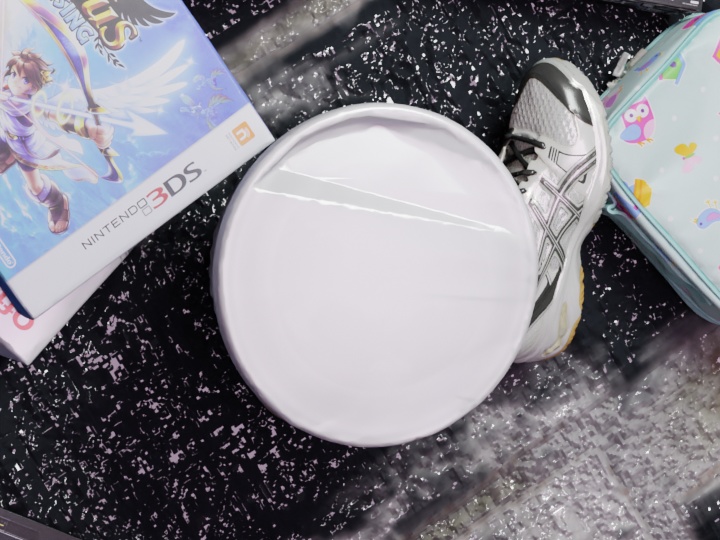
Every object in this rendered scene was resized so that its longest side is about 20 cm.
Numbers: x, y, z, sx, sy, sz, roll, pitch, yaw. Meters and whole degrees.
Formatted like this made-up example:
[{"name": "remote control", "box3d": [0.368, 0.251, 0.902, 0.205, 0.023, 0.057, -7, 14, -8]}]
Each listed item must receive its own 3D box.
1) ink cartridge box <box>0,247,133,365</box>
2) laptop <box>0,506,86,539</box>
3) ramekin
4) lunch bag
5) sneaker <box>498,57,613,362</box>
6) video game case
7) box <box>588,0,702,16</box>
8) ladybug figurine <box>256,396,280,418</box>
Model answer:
[{"name": "ink cartridge box", "box3d": [-0.195, -0.064, 1.466, 0.146, 0.086, 0.200, 43, 79, -16]}, {"name": "laptop", "box3d": [-0.258, 0.238, 1.454, 0.177, 0.103, 0.201, 24, 86, -19]}, {"name": "ramekin", "box3d": [0.000, 0.000, 1.453, 0.201, 0.094, 0.204, -1, 94, -16]}, {"name": "lunch bag", "box3d": [0.240, -0.066, 1.613, 0.160, 0.077, 0.200, -45, 104, -6]}, {"name": "sneaker", "box3d": [0.104, -0.036, 1.550, 0.087, 0.075, 0.201, -2, 102, -38]}, {"name": "video game case", "box3d": [-0.178, -0.105, 1.400, 0.181, 0.045, 0.200, -38, 104, -13]}, {"name": "box", "box3d": [0.137, -0.261, 1.581, 0.199, 0.050, 0.159, 7, 91, -19]}, {"name": "ladybug figurine", "box3d": [-0.006, 0.005, 1.539, 0.135, 0.072, 0.201, 17, 88, -18]}]
